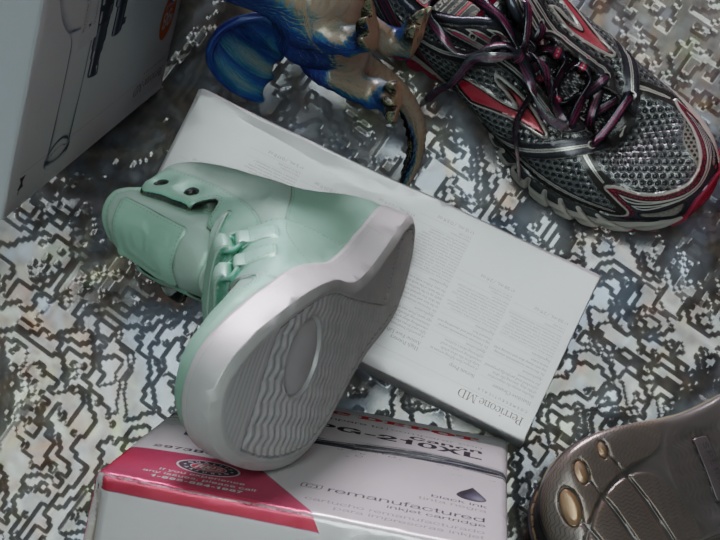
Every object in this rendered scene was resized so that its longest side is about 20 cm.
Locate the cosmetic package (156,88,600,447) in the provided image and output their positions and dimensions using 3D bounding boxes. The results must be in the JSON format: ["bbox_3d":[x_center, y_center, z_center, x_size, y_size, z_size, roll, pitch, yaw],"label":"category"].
[{"bbox_3d":[0.000,0.000,0.761,0.199,0.051,0.083,26,81,6],"label":"cosmetic package"}]

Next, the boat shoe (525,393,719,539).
[{"bbox_3d":[0.159,0.090,0.732,0.199,0.073,0.075,-6,71,-20],"label":"boat shoe"}]

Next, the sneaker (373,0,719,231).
[{"bbox_3d":[0.075,-0.090,0.761,0.200,0.075,0.081,36,84,7],"label":"sneaker"}]

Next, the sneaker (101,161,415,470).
[{"bbox_3d":[-0.060,0.012,0.651,0.118,0.200,0.074,15,110,12],"label":"sneaker"}]

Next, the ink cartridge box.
[{"bbox_3d":[-0.018,0.110,0.661,0.144,0.200,0.085,11,96,4],"label":"ink cartridge box"}]

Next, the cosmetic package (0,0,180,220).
[{"bbox_3d":[-0.117,-0.125,0.687,0.051,0.200,0.151,20,114,4],"label":"cosmetic package"}]

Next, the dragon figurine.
[{"bbox_3d":[-0.027,-0.104,0.719,0.099,0.200,0.059,12,74,19],"label":"dragon figurine"}]
